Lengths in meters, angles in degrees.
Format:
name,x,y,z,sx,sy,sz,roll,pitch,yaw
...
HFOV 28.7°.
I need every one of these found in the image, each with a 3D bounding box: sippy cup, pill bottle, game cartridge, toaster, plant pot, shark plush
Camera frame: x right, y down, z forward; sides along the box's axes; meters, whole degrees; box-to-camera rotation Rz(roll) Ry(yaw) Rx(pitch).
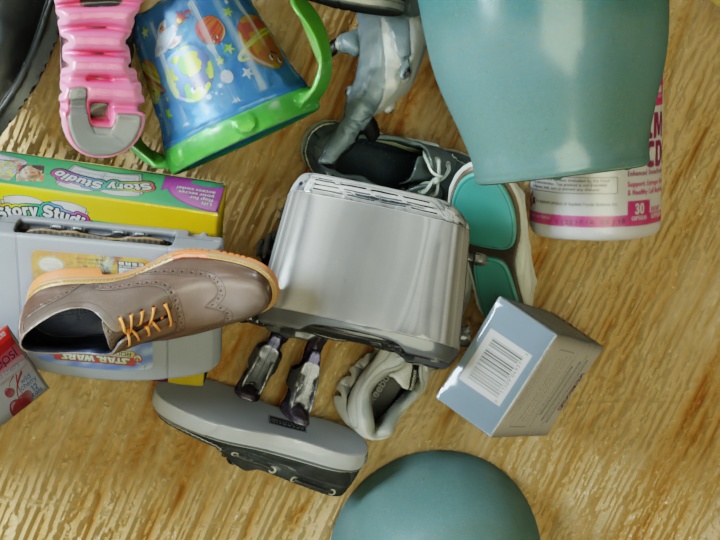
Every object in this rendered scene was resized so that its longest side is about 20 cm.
name,x,y,z,sx,sy,sz,roll,pitch,yaw
sippy cup,-0.120,-0.164,1.151,0.178,0.140,0.130,-26,94,-11
pill bottle,0.202,-0.131,1.206,0.113,0.113,0.200,-3,100,-8
game cartridge,-0.209,0.025,1.122,0.200,0.042,0.133,5,117,1
toaster,0.000,0.000,1.151,0.200,0.114,0.129,12,82,5
plant pot,0.143,-0.163,1.065,0.200,0.200,0.188,-7,93,-7
shark plush,0.009,-0.180,1.186,0.083,0.091,0.200,20,94,4
plant pot,0.079,0.279,1.272,0.200,0.135,0.200,-2,103,-8

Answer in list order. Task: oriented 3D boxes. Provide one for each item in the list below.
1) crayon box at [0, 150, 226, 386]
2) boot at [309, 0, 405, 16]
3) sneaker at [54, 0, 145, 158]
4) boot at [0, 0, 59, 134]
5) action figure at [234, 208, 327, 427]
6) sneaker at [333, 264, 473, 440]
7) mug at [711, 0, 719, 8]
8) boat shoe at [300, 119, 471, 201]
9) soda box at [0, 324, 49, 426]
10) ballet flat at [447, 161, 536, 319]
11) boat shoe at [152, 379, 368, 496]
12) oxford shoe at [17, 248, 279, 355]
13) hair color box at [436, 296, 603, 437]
name,x,y,z,sx,sy,sz,roll,pitch,yaw
crayon box,-0.218,0.000,1.162,0.200,0.058,0.173,8,121,-1
boot,-0.040,-0.299,1.132,0.203,0.073,0.154,22,97,13
sneaker,-0.207,-0.192,1.108,0.079,0.095,0.200,4,100,-15
boot,-0.316,-0.221,1.123,0.158,0.079,0.211,24,84,-19
action figure,-0.039,0.029,1.233,0.130,0.069,0.200,21,94,0
sneaker,0.048,0.063,1.248,0.075,0.081,0.200,25,96,-11
mug,0.365,-0.303,1.202,0.153,0.187,0.149,-22,72,-12
boat shoe,0.046,-0.079,1.223,0.200,0.062,0.073,18,96,-13
soda box,-0.337,0.096,1.137,0.070,0.200,0.063,-42,110,-37
ballet flat,0.119,-0.033,1.215,0.069,0.069,0.200,-19,134,-4
boat shoe,-0.093,0.152,1.252,0.200,0.069,0.057,19,114,-7
oxford shoe,-0.160,0.035,1.062,0.200,0.073,0.071,-9,120,9
hair color box,0.141,0.086,1.206,0.061,0.200,0.099,35,97,21
